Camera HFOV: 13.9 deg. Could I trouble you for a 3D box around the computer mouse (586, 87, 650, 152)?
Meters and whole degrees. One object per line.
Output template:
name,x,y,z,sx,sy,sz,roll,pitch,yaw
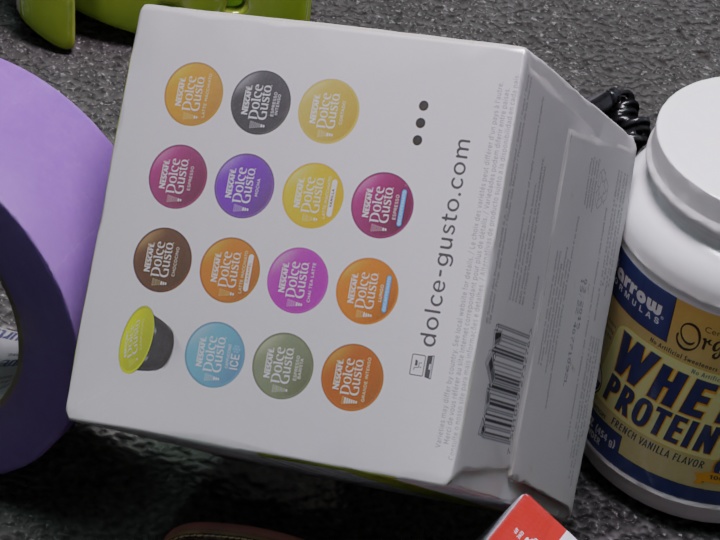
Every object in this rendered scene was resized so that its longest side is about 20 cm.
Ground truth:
computer mouse,0.082,-0.025,1.613,0.199,0.141,0.046,-22,61,-34

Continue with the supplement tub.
supplement tub,0.193,0.015,1.530,0.144,0.201,0.145,6,38,-5

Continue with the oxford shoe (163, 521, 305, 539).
oxford shoe,-0.020,0.183,1.378,0.199,0.071,0.074,25,43,19

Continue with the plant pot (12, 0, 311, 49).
plant pot,-0.137,-0.260,1.816,0.180,0.200,0.200,-8,41,-12

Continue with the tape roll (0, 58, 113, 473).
tape roll,-0.203,-0.004,1.467,0.199,0.201,0.085,24,39,17

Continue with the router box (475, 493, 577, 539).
router box,0.083,0.224,1.310,0.179,0.049,0.200,42,44,1

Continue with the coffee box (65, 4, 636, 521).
coffee box,0.000,0.000,1.418,0.197,0.201,0.200,9,-5,21
